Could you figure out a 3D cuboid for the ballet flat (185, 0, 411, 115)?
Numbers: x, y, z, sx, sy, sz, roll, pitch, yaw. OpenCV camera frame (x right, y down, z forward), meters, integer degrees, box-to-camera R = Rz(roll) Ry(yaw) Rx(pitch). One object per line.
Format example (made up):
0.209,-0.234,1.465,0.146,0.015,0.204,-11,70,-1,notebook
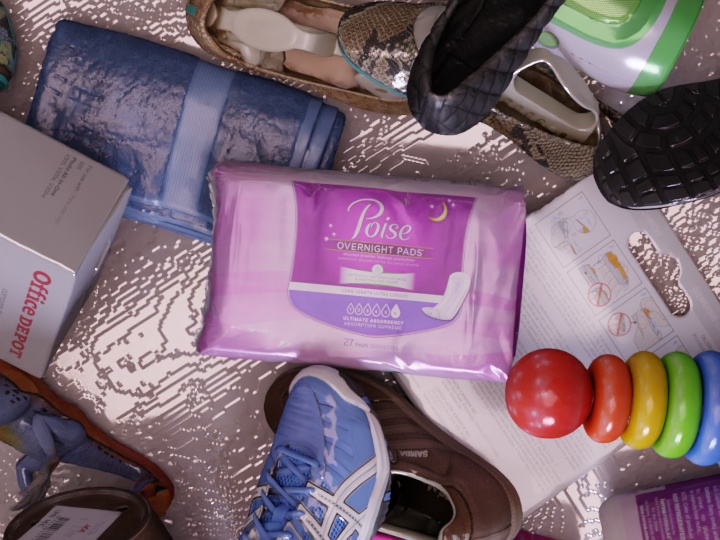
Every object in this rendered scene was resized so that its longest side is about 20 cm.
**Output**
-0.015,-0.137,1.629,0.199,0.065,0.071,10,99,2,ballet flat

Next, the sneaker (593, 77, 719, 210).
0.241,-0.084,1.603,0.199,0.088,0.076,-27,68,4,sneaker

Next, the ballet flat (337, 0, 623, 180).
0.084,-0.121,1.591,0.199,0.075,0.068,27,57,-24,ballet flat

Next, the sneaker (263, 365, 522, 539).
0.006,0.118,1.626,0.199,0.075,0.071,25,114,31,sneaker

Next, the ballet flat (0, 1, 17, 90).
-0.315,-0.145,1.658,0.198,0.074,0.075,-2,99,3,ballet flat

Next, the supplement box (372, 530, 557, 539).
0.033,0.210,1.666,0.199,0.103,0.102,14,101,4,supplement box

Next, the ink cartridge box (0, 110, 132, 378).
-0.256,-0.038,1.617,0.199,0.145,0.088,26,58,-2,ink cartridge box

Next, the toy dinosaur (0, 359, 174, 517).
-0.205,0.097,1.675,0.180,0.105,0.202,5,90,-15,toy dinosaur

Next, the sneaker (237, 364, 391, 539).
-0.034,0.157,1.564,0.075,0.077,0.201,10,98,33,sneaker

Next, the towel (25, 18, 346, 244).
-0.116,-0.081,1.655,0.199,0.049,0.112,18,100,1,towel

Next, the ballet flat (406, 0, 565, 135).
0.089,-0.166,1.525,0.066,0.057,0.201,26,77,1,ballet flat

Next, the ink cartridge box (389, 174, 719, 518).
0.124,0.044,1.669,0.199,0.050,0.163,-34,95,-5,ink cartridge box

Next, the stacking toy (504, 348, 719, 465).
0.184,0.080,1.575,0.199,0.085,0.086,6,100,-8,stacking toy

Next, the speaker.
0.108,-0.184,1.602,0.199,0.088,0.089,27,100,-1,speaker

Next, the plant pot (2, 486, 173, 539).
-0.159,0.244,1.620,0.186,0.187,0.201,-7,113,5,plant pot

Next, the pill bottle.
0.256,0.178,1.639,0.199,0.112,0.113,-12,99,5,pill bottle

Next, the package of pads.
0.000,0.000,1.598,0.199,0.076,0.121,5,92,-2,package of pads
